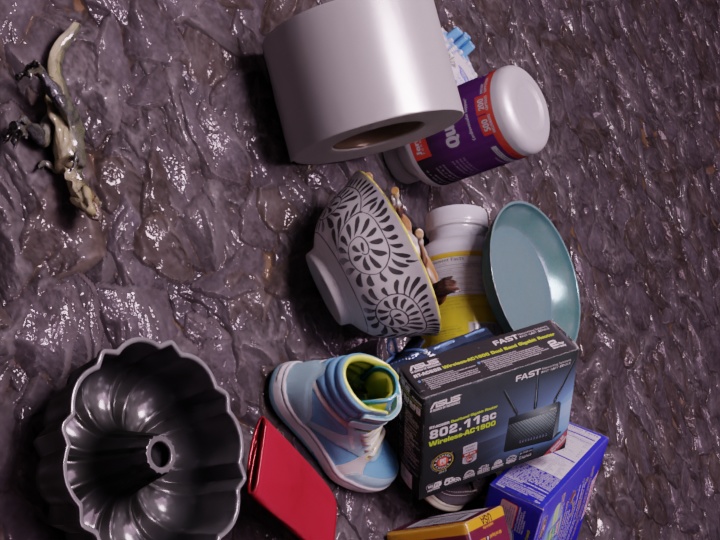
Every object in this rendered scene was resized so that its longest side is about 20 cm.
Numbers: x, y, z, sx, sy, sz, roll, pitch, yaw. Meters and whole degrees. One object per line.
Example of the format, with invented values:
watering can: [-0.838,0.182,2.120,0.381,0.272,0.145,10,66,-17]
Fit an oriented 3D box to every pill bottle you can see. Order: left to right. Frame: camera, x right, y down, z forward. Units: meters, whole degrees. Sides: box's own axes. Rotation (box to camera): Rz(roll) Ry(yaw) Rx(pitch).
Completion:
pill bottle: [0.126,0.026,1.404,0.112,0.112,0.201,18,62,-48]
pill bottle: [0.128,-0.173,1.411,0.112,0.200,0.113,25,57,-45]

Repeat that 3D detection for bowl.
bowl: [0.000,0.000,1.238,0.094,0.201,0.201,-26,99,-10]

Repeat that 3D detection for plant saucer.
plant saucer: [0.203,0.016,1.382,0.200,0.036,0.201,22,60,-45]

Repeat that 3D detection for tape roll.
tape roll: [0.003,-0.214,1.267,0.202,0.202,0.140,-9,84,-53]

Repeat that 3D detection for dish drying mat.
dish drying mat: [-0.065,0.217,1.101,0.200,0.018,0.077,57,34,-53]

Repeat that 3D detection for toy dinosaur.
toy dinosaur: [-0.275,-0.140,1.009,0.088,0.047,0.201,18,61,-64]

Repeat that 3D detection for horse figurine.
horse figurine: [0.056,-0.027,1.319,0.133,0.050,0.200,71,-7,-57]

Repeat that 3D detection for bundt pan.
bundt pan: [-0.194,0.161,0.963,0.202,0.076,0.202,23,59,-46]

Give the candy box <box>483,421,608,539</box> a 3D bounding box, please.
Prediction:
candy box: [0.214,0.296,1.373,0.200,0.077,0.169,-27,134,-52]

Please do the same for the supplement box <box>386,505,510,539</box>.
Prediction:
supplement box: [0.116,0.373,1.251,0.086,0.110,0.201,-7,82,-54]

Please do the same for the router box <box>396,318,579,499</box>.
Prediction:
router box: [0.138,0.153,1.249,0.200,0.062,0.150,-16,127,-20]

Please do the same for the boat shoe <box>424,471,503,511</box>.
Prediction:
boat shoe: [0.132,0.239,1.348,0.200,0.065,0.072,11,38,-53]

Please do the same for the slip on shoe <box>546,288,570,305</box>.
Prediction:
slip on shoe: [0.241,0.105,1.519,0.061,0.076,0.200,-117,-158,-59]

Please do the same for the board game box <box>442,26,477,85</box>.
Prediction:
board game box: [0.116,-0.291,1.532,0.200,0.026,0.200,25,37,-46]

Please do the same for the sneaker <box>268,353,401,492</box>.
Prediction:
sneaker: [0.009,0.162,1.181,0.200,0.130,0.080,47,43,-32]

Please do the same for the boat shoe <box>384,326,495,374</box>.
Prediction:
boat shoe: [0.066,0.112,1.288,0.200,0.084,0.069,-9,65,-24]
